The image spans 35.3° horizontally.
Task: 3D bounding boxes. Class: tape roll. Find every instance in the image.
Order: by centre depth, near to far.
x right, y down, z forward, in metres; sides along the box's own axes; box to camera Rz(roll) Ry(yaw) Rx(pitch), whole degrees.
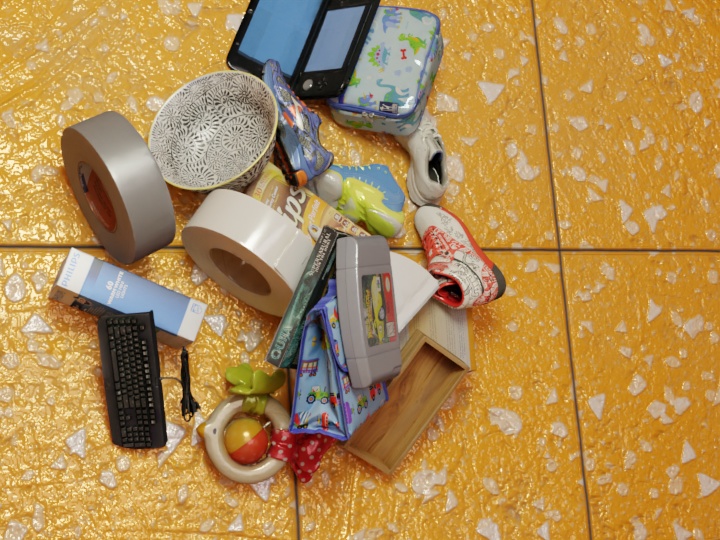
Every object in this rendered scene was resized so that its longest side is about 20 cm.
[{"bbox_3d":[-0.329,-0.112,1.535,0.066,0.200,0.201,-27,90,-26],"label":"tape roll"},{"bbox_3d":[-0.151,-0.023,1.589,0.202,0.202,0.071,39,66,-11],"label":"tape roll"}]

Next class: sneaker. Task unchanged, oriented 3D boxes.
[{"bbox_3d":[-0.100,-0.223,1.684,0.078,0.075,0.201,-17,81,-19],"label":"sneaker"},{"bbox_3d":[0.125,-0.023,1.731,0.107,0.067,0.202,-17,56,-42],"label":"sneaker"},{"bbox_3d":[-0.014,-0.133,1.754,0.199,0.076,0.105,34,50,-13],"label":"sneaker"},{"bbox_3d":[0.103,-0.205,1.799,0.074,0.087,0.202,-15,84,-23],"label":"sneaker"}]

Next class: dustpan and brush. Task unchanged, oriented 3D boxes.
[{"bbox_3d":[0.000,0.000,1.662,0.200,0.057,0.140,46,71,-6],"label":"dustpan and brush"}]

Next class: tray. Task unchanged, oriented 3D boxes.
[{"bbox_3d":[0.063,0.195,1.668,0.098,0.037,0.201,35,93,-28],"label":"tray"}]

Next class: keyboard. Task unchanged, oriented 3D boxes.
[{"bbox_3d":[-0.284,0.150,1.532,0.126,0.021,0.202,-5,111,-7],"label":"keyboard"}]

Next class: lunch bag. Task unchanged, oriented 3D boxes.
[{"bbox_3d":[-0.032,0.107,1.550,0.150,0.093,0.202,-34,124,-62],"label":"lunch bag"},{"bbox_3d":[0.036,-0.316,1.771,0.159,0.083,0.201,13,70,16],"label":"lunch bag"}]

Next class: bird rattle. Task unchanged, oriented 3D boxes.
[{"bbox_3d":[-0.142,0.232,1.618,0.163,0.113,0.201,-36,107,-14],"label":"bird rattle"}]

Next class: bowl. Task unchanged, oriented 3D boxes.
[{"bbox_3d":[-0.199,-0.182,1.645,0.199,0.094,0.202,-7,62,14],"label":"bowl"}]

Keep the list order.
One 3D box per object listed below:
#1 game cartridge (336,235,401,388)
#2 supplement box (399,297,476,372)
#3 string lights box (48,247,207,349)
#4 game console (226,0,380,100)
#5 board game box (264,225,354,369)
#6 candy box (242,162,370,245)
[{"bbox_3d":[0.010,0.054,1.529,0.133,0.041,0.202,-8,91,-64],"label":"game cartridge"},{"bbox_3d":[0.071,0.098,1.726,0.198,0.073,0.127,2,77,-22],"label":"supplement box"},{"bbox_3d":[-0.321,0.042,1.558,0.199,0.103,0.059,25,72,-17],"label":"string lights box"},{"bbox_3d":[-0.084,-0.375,1.740,0.118,0.170,0.201,33,70,-41],"label":"game console"},{"bbox_3d":[-0.058,0.041,1.565,0.028,0.135,0.201,25,92,20],"label":"board game box"},{"bbox_3d":[-0.096,-0.058,1.700,0.199,0.055,0.116,36,66,-13],"label":"candy box"}]
